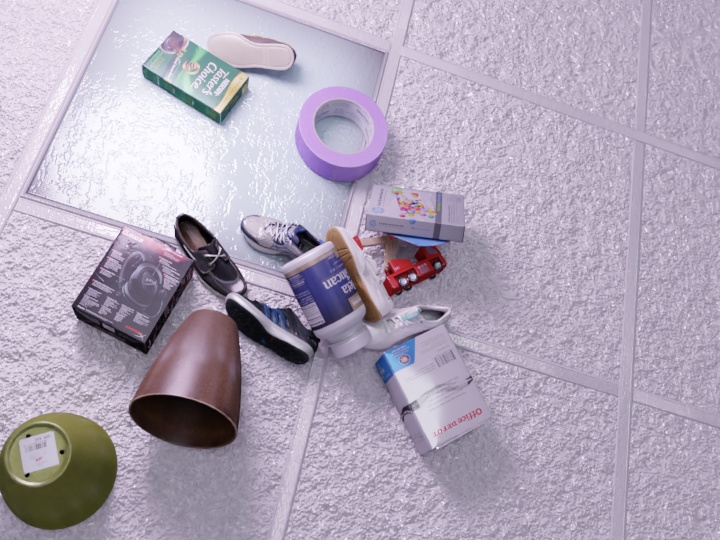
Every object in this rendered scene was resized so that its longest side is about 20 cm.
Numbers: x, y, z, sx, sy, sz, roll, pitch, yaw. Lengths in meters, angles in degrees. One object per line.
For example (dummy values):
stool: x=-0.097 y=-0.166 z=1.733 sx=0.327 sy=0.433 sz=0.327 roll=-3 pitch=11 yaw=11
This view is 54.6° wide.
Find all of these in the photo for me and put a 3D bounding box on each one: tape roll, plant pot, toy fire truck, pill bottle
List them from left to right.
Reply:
plant pot: x=-0.487 y=0.301 z=1.092 sx=0.184 sy=0.200 sz=0.190 roll=5 pitch=67 yaw=-12
plant pot: x=-0.283 y=0.176 z=1.223 sx=0.184 sy=0.188 sz=0.202 roll=15 pitch=51 yaw=-8
pill bottle: x=-0.057 y=0.058 z=1.314 sx=0.110 sy=0.111 sz=0.202 roll=-30 pitch=95 yaw=-23
tape roll: x=-0.042 y=-0.298 z=1.523 sx=0.196 sy=0.066 sz=0.204 roll=6 pitch=67 yaw=-13
toy fire truck: x=0.067 y=-0.025 z=1.448 sx=0.198 sy=0.049 sz=0.142 roll=-24 pitch=73 yaw=-24

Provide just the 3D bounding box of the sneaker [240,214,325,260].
sneaker: x=-0.144 y=-0.069 z=1.392 sx=0.197 sy=0.085 sz=0.078 roll=23 pitch=64 yaw=-4

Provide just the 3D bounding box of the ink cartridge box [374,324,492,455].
ink cartridge box: x=0.138 y=0.230 z=1.343 sx=0.143 sy=0.084 sz=0.202 roll=-22 pitch=74 yaw=-20

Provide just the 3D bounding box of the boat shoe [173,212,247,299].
boat shoe: x=-0.292 y=-0.025 z=1.349 sx=0.072 sy=0.068 sz=0.201 roll=-37 pitch=83 yaw=-26

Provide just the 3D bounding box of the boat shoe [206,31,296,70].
boat shoe: x=-0.240 y=-0.489 z=1.551 sx=0.196 sy=0.073 sz=0.060 roll=9 pitch=25 yaw=3

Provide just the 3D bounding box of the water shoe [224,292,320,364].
water shoe: x=-0.169 y=0.101 z=1.338 sx=0.199 sy=0.072 sz=0.079 roll=37 pitch=43 yaw=-3

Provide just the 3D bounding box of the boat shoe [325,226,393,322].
boat shoe: x=0.000 y=0.000 z=1.367 sx=0.069 sy=0.070 sz=0.202 roll=-31 pitch=97 yaw=-39

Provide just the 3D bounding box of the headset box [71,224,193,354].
headset box: x=-0.411 y=0.026 z=1.291 sx=0.147 sy=0.077 sz=0.202 roll=26 pitch=64 yaw=-3

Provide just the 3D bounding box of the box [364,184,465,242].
box: x=0.115 y=-0.120 z=1.437 sx=0.196 sy=0.042 sz=0.157 roll=7 pitch=30 yaw=4

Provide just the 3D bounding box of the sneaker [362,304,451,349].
sneaker: x=0.087 y=0.100 z=1.381 sx=0.197 sy=0.089 sz=0.076 roll=-13 pitch=73 yaw=-18

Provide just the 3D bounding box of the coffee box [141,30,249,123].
coffee box: x=-0.352 y=-0.418 z=1.502 sx=0.198 sy=0.044 sz=0.124 roll=32 pitch=64 yaw=0

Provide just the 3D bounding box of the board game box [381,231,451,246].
board game box: x=0.107 y=-0.082 z=1.453 sx=0.198 sy=0.040 sz=0.158 roll=21 pitch=34 yaw=26
